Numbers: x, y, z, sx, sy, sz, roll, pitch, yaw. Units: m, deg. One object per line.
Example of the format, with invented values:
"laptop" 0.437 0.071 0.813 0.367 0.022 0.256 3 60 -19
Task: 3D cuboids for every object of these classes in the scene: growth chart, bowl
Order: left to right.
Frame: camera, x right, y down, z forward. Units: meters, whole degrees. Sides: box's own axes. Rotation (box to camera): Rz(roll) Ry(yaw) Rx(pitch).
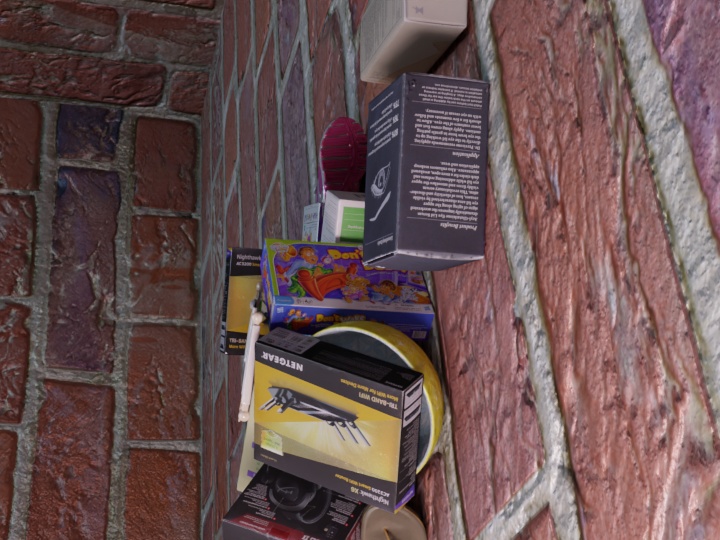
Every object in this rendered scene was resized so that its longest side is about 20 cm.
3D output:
"growth chart" -0.135 0.101 1.415 0.200 0.017 0.147 -113 30 -80
"bowl" 0.024 0.143 1.367 0.107 0.198 0.202 -32 -40 -54

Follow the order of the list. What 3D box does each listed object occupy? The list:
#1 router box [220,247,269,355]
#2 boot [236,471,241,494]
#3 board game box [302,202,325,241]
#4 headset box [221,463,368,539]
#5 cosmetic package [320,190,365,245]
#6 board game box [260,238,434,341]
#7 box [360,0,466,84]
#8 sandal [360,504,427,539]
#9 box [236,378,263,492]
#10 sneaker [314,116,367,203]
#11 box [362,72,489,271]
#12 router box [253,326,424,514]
"router box" -0.107 0.051 1.733 0.052 0.197 0.160 -179 93 -75
"boot" -0.103 0.295 1.751 0.073 0.199 0.151 52 160 10
"board game box" -0.030 0.009 1.665 0.105 0.102 0.203 -179 94 -75
"headset box" -0.066 0.299 1.387 0.200 0.147 0.078 -52 -30 -52
"cosmetic package" 0.000 0.000 1.547 0.085 0.106 0.203 -139 53 -71
"board game box" -0.019 0.023 1.428 0.135 0.197 0.045 -105 24 -51
"box" 0.062 -0.306 1.413 0.200 0.077 0.096 147 126 -72
"sandal" 0.038 0.363 1.350 0.054 0.079 0.203 -95 7 -72
"box" -0.056 0.221 1.526 0.097 0.174 0.202 -50 -24 -57
"sneaker" -0.036 -0.135 1.776 0.088 0.080 0.203 -176 90 -74
"box" 0.071 -0.105 1.300 0.148 0.103 0.203 165 107 -75
"router box" -0.029 0.168 1.311 0.052 0.198 0.159 -32 -50 -53
